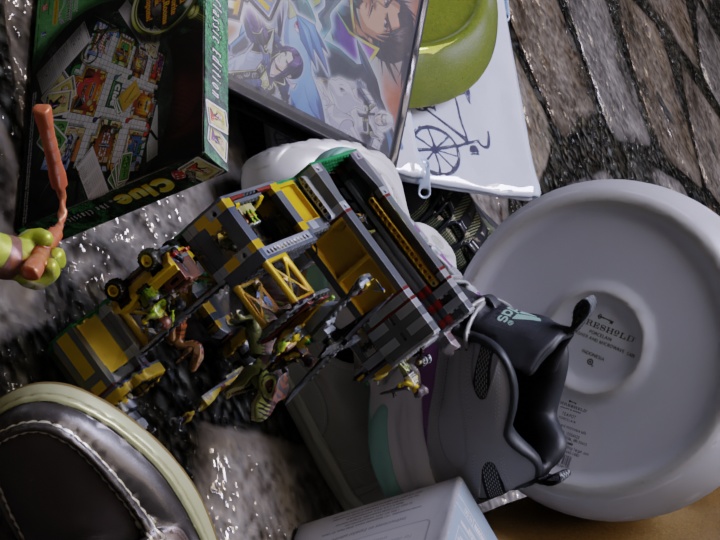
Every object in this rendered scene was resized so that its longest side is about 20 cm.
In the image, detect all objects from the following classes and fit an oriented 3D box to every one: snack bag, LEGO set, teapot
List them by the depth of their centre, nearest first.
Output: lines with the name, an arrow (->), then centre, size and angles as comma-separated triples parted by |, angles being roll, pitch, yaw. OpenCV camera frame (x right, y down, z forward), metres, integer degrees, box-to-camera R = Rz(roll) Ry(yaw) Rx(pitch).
LEGO set -> -0.035, 0.034, 0.818 | 0.116, 0.153, 0.200 | 53, 16, 6
teapot -> 0.154, 0.049, 0.994 | 0.146, 0.196, 0.201 | 21, 43, -64
snack bag -> 0.023, -0.133, 1.118 | 0.199, 0.021, 0.190 | 9, 58, -26

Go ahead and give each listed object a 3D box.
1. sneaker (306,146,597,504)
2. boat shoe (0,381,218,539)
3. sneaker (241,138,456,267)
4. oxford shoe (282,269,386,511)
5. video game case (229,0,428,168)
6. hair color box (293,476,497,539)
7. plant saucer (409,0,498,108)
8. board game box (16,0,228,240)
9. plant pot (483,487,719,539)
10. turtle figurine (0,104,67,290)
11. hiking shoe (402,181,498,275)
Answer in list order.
sneaker -> 0.055, 0.020, 0.904 | 0.078, 0.139, 0.201 | -27, 98, -52
boat shoe -> -0.090, 0.135, 0.719 | 0.201, 0.073, 0.065 | 59, 21, -24
sneaker -> 0.000, 0.000, 1.018 | 0.200, 0.077, 0.100 | 40, 41, -47
oxford shoe -> 0.003, 0.078, 0.983 | 0.201, 0.057, 0.075 | 61, 24, -23
video game case -> -0.030, -0.178, 1.002 | 0.180, 0.025, 0.202 | 24, 70, -41
hair color box -> 0.002, 0.191, 0.838 | 0.061, 0.098, 0.200 | 60, 26, -22
plant saucer -> 0.007, -0.194, 1.112 | 0.199, 0.031, 0.201 | 15, 55, -22
board game box -> -0.109, -0.112, 0.835 | 0.023, 0.104, 0.201 | 40, 38, -45
plant pot -> 0.121, 0.200, 1.018 | 0.199, 0.186, 0.188 | 15, 57, -46
turtle figurine -> -0.180, -0.018, 0.659 | 0.200, 0.064, 0.162 | 50, 37, -54
hiking shoe -> 0.044, -0.024, 1.150 | 0.100, 0.076, 0.201 | 4, 59, -55
